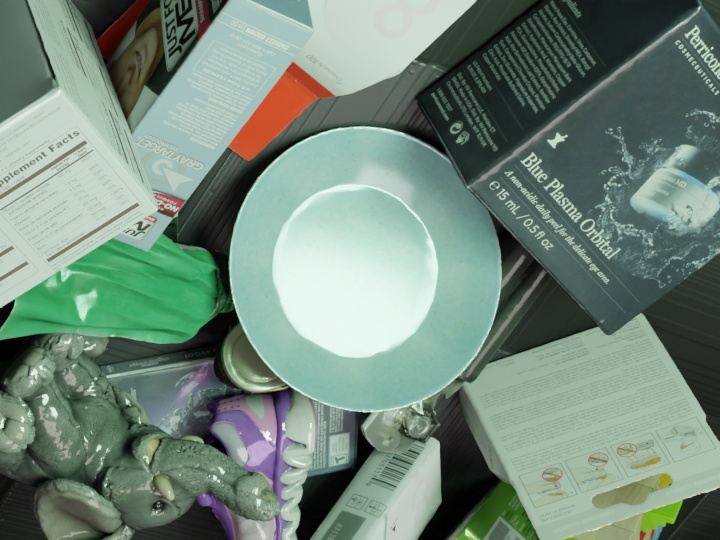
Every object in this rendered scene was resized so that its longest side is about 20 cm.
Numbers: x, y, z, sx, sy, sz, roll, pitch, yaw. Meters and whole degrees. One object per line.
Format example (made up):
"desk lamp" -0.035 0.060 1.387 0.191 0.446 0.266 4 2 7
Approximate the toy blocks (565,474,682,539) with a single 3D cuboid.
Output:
"toy blocks" 0.209 0.217 1.709 0.100 0.200 0.137 16 133 17

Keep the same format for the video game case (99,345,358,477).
"video game case" -0.098 0.113 1.592 0.200 0.019 0.143 -9 130 -14

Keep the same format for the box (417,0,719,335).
"box" 0.183 -0.094 1.462 0.200 0.117 0.197 -38 129 10

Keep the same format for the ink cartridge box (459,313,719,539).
"ink cartridge box" 0.180 0.130 1.592 0.161 0.200 0.050 -18 132 -6

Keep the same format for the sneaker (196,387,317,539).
"sneaker" -0.089 0.168 1.583 0.088 0.080 0.200 1 123 -13

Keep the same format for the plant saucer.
"plant saucer" 0.000 0.000 1.472 0.201 0.039 0.201 2 85 -18

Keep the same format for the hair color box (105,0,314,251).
"hair color box" -0.111 -0.118 1.298 0.061 0.099 0.200 22 126 -27

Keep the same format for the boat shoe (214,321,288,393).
"boat shoe" -0.013 0.035 1.526 0.201 0.072 0.061 -20 177 -18

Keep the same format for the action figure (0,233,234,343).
"action figure" -0.160 0.006 1.415 0.200 0.055 0.118 16 97 -45

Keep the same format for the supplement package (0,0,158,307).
"supplement package" -0.233 -0.088 1.247 0.156 0.200 0.111 -32 132 6

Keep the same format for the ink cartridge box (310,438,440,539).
"ink cartridge box" 0.011 0.248 1.656 0.163 0.057 0.200 -52 146 -40

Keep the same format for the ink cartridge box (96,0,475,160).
"ink cartridge box" -0.048 -0.164 1.363 0.200 0.057 0.163 -45 130 11

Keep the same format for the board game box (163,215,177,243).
"board game box" -0.223 -0.037 1.415 0.200 0.023 0.105 -9 132 -16

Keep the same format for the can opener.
"can opener" 0.065 0.053 1.592 0.053 0.067 0.200 32 98 -37

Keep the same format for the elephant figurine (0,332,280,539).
"elephant figurine" -0.180 0.136 1.469 0.200 0.155 0.142 44 85 -13

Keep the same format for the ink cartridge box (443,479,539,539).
"ink cartridge box" 0.067 0.276 1.701 0.076 0.148 0.200 43 111 4
